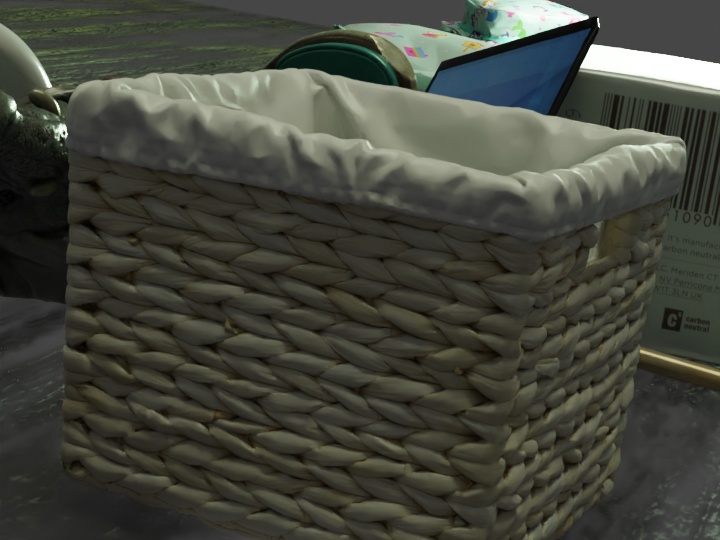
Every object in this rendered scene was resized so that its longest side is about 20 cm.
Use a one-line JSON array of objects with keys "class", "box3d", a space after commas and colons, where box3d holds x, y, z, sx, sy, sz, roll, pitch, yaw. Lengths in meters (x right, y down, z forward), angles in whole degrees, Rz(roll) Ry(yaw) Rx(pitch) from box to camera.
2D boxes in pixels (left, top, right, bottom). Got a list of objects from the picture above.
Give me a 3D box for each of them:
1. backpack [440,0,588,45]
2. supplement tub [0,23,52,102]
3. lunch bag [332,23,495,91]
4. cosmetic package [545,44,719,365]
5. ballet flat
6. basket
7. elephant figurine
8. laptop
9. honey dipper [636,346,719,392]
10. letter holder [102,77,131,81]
[{"class": "backpack", "box3d": [0.186, -0.267, 2.230, 0.176, 0.152, 0.200, 2, 9, -21]}, {"class": "supplement tub", "box3d": [-0.286, -0.103, 1.124, 0.144, 0.146, 0.200, 1, 14, -30]}, {"class": "lunch bag", "box3d": [0.052, -0.184, 1.798, 0.169, 0.123, 0.200, 8, 6, -8]}, {"class": "cosmetic package", "box3d": [0.188, -0.049, 1.156, 0.163, 0.167, 0.200, 10, 13, 7]}, {"class": "ballet flat", "box3d": [-0.029, -0.097, 1.017, 0.199, 0.068, 0.062, -14, 10, 47]}, {"class": "basket", "box3d": [0.004, 0.012, 0.724, 0.198, 0.162, 0.198, 14, 13, 22]}, {"class": "elephant figurine", "box3d": [-0.165, -0.049, 0.965, 0.199, 0.156, 0.142, 11, 31, -33]}, {"class": "laptop", "box3d": [0.016, -0.086, 1.053, 0.198, 0.104, 0.177, -3, -2, -30]}, {"class": "honey dipper", "box3d": [0.181, 0.055, 0.987, 0.198, 0.038, 0.038, 16, 14, 21]}, {"class": "letter holder", "box3d": [-0.061, -0.061, 1.204, 0.199, 0.102, 0.142, -1, 17, -37]}]
